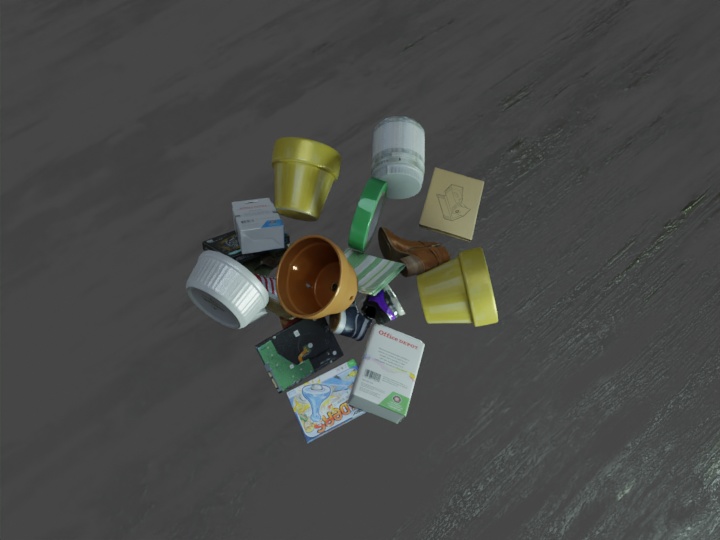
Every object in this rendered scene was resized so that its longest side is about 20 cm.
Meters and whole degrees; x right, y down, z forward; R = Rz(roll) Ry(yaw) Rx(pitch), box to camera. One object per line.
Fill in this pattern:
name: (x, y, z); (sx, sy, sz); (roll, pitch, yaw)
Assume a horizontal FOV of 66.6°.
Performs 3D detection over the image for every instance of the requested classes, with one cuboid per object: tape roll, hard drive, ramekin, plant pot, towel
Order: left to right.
ramekin: (-0.324, 0.054, 1.306); (0.199, 0.204, 0.095); (28, 62, 10)
hard drive: (-0.160, 0.210, 1.437); (0.197, 0.038, 0.142); (-30, 95, -13)
plant pot: (-0.166, -0.250, 1.563); (0.196, 0.201, 0.194); (10, 84, 3)
plant pot: (-0.096, 0.029, 1.376); (0.196, 0.139, 0.205); (-8, 72, 27)
towel: (0.000, 0.000, 1.479); (0.197, 0.024, 0.152); (16, 41, 37)
tape roll: (0.022, -0.154, 1.522); (0.047, 0.201, 0.204); (19, 69, 7)
plant pot: (0.254, 0.058, 1.459); (0.184, 0.201, 0.205); (-14, 68, 10)

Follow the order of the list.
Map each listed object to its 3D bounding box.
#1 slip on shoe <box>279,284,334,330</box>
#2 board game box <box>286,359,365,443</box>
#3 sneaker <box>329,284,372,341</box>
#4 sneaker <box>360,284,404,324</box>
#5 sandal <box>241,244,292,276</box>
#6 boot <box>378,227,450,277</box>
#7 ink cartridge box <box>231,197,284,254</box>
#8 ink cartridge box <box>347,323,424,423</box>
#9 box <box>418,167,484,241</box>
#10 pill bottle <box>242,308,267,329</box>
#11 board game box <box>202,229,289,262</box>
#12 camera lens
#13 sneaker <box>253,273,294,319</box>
slip on shoe: (-0.144, 0.082, 1.491); (0.073, 0.062, 0.200); (29, 69, 40)
board game box: (-0.076, 0.336, 1.416); (0.197, 0.035, 0.137); (-25, 71, -11)
sneaker: (-0.027, 0.103, 1.492); (0.107, 0.070, 0.203); (25, 40, -23)
sneaker: (0.039, 0.076, 1.462); (0.098, 0.070, 0.201); (-34, 31, 0)
sandal: (-0.250, -0.037, 1.501); (0.080, 0.057, 0.200); (47, 43, 7)
boot: (0.150, -0.068, 1.560); (0.152, 0.078, 0.200); (-17, 41, -24)
ink cartridge box: (-0.277, -0.123, 1.467); (0.113, 0.068, 0.201); (-9, 30, -16)
ink cartridge box: (0.066, 0.261, 1.399); (0.142, 0.084, 0.203); (21, 59, -1)
box: (0.275, -0.200, 1.642); (0.160, 0.021, 0.204); (16, 68, 5)
pill bottle: (-0.329, 0.053, 1.479); (0.111, 0.113, 0.202); (-29, 72, -12)
board game box: (-0.307, -0.076, 1.481); (0.134, 0.029, 0.198); (25, 37, 36)
camera lens: (0.111, -0.336, 1.617); (0.156, 0.161, 0.205); (3, 68, 0)
sneaker: (-0.236, 0.033, 1.425); (0.198, 0.071, 0.114); (34, 46, -12)
